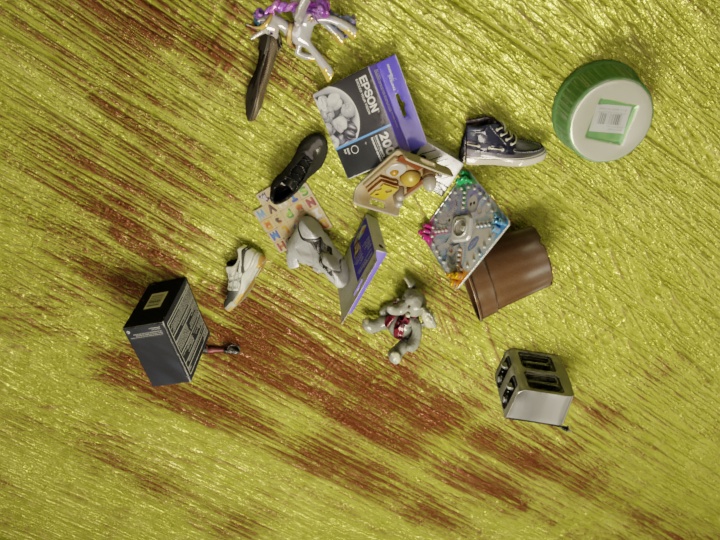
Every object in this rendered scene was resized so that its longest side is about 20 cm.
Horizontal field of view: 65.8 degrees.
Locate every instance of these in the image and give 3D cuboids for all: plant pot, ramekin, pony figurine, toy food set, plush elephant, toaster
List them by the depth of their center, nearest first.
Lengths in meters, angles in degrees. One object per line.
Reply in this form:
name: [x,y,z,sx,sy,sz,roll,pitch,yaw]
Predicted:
pony figurine: [-0.105,-0.502,1.101,0.196,0.169,0.194,21,125,-30]
ramekin: [0.518,-0.332,1.187,0.194,0.099,0.205,2,122,2]
toy food set: [0.091,-0.186,1.239,0.141,0.062,0.199,10,151,-35]
plant pot: [0.350,-0.002,1.355,0.193,0.202,0.204,-19,120,6]
plush elephant: [0.118,0.115,1.455,0.196,0.166,0.157,-21,138,-17]
toaster: [0.487,0.329,1.548,0.194,0.182,0.121,9,122,-2]

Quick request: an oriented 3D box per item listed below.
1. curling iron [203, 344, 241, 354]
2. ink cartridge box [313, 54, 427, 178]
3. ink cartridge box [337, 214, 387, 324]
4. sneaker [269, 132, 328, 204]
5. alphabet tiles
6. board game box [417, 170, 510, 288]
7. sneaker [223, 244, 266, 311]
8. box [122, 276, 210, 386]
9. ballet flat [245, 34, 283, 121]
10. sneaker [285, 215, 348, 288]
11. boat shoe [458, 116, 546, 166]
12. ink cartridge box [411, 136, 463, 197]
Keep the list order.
curling iron: [-0.443,0.228,1.626,0.194,0.026,0.050,1,159,7]
ink cartridge box: [0.022,-0.328,1.206,0.196,0.044,0.202,-19,106,23]
ink cartridge box: [0.000,0.000,1.361,0.042,0.202,0.201,18,123,-19]
sneaker: [-0.143,-0.227,1.291,0.075,0.091,0.201,34,112,-13]
alphabet tiles: [-0.171,-0.130,1.405,0.163,0.006,0.202,-24,118,16]
board game box: [0.230,-0.099,1.291,0.025,0.202,0.202,12,126,-36]
sneaker: [-0.324,0.016,1.476,0.087,0.076,0.202,35,115,0]
box: [-0.512,0.164,1.490,0.120,0.202,0.203,-9,121,8]
ballet flat: [-0.209,-0.418,1.205,0.045,0.068,0.204,-1,125,-35]
sneaker: [-0.113,-0.025,1.389,0.115,0.074,0.202,-41,77,34]
boat shoe: [0.319,-0.290,1.237,0.194,0.076,0.095,-1,130,5]
ink cartridge box: [0.131,-0.263,1.283,0.196,0.045,0.095,27,119,-12]
